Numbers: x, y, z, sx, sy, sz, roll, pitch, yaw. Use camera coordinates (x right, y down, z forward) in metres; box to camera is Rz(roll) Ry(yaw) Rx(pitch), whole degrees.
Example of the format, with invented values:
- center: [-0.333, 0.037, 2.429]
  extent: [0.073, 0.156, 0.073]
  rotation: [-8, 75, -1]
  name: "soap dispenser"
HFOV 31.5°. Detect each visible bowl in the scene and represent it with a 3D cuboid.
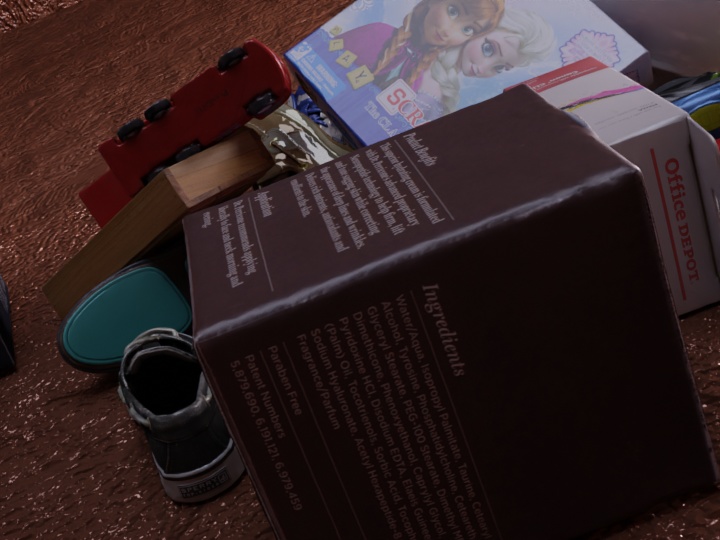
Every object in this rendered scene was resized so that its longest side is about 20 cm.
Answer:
- center: [0.240, -0.188, 0.988]
  extent: [0.200, 0.091, 0.201]
  rotation: [17, 0, 0]
  name: "bowl"

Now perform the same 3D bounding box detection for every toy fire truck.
- center: [-0.136, -0.098, 0.982]
  extent: [0.200, 0.049, 0.141]
  rotation: [-35, -1, 5]
  name: "toy fire truck"

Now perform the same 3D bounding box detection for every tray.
- center: [-0.157, -0.032, 0.980]
  extent: [0.200, 0.037, 0.099]
  rotation: [-34, -1, 44]
  name: "tray"

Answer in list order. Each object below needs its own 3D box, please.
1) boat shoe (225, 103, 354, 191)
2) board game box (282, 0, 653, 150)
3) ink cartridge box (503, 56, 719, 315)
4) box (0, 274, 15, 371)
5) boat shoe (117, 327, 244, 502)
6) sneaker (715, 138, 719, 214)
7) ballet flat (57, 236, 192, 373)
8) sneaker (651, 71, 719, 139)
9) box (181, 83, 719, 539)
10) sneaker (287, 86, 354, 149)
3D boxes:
- center: [-0.051, -0.074, 0.998]
  extent: [0.200, 0.074, 0.066]
  rotation: [30, 60, 36]
  name: "boat shoe"
- center: [0.076, -0.151, 0.950]
  extent: [0.199, 0.041, 0.200]
  rotation: [-37, 59, -5]
  name: "board game box"
- center: [0.152, -0.044, 0.753]
  extent: [0.067, 0.117, 0.200]
  rotation: [-20, 22, -2]
  name: "ink cartridge box"
- center: [-0.398, 0.037, 1.043]
  extent: [0.196, 0.118, 0.200]
  rotation: [-24, 22, -9]
  name: "box"
- center: [-0.116, 0.069, 0.798]
  extent: [0.070, 0.064, 0.200]
  rotation: [-25, 23, -10]
  name: "boat shoe"
- center: [0.269, -0.090, 0.813]
  extent: [0.115, 0.079, 0.200]
  rotation: [7, 34, 46]
  name: "sneaker"
- center: [-0.136, 0.014, 0.950]
  extent: [0.200, 0.073, 0.073]
  rotation: [-36, 27, -20]
  name: "ballet flat"
- center: [0.259, -0.119, 0.892]
  extent: [0.199, 0.071, 0.083]
  rotation: [-20, 29, 11]
  name: "sneaker"
- center: [0.035, 0.035, 0.616]
  extent: [0.199, 0.165, 0.166]
  rotation: [-21, 22, -1]
  name: "box"
- center: [-0.044, -0.118, 1.127]
  extent: [0.075, 0.089, 0.200]
  rotation: [-12, 25, 14]
  name: "sneaker"
